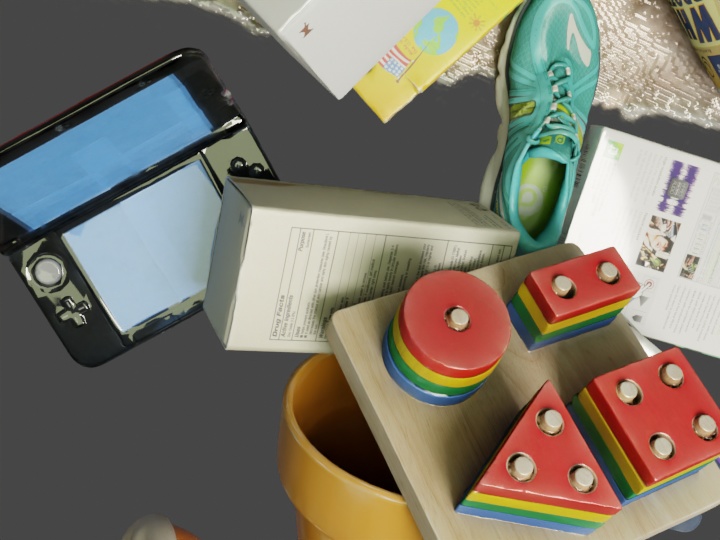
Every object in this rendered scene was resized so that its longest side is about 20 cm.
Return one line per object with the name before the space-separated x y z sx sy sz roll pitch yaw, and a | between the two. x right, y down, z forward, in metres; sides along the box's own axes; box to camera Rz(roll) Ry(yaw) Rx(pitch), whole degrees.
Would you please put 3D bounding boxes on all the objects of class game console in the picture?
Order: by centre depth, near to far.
game console | -0.154 -0.032 0.719 0.200 0.119 0.173 -28 103 1

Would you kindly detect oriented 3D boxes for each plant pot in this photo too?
plant pot | 0.033 0.176 0.759 0.200 0.200 0.183 6 117 -7

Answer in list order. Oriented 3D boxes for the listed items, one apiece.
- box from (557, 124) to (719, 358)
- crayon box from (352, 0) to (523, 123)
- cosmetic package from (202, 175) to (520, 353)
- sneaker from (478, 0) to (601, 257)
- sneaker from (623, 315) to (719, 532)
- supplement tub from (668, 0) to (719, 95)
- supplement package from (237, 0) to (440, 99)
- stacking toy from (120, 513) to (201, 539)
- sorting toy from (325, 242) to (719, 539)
box | 0.248 -0.015 0.810 0.200 0.036 0.145 16 100 -8
crayon box | 0.048 -0.216 0.736 0.200 0.051 0.127 -41 103 3
cosmetic package | 0.000 0.000 0.736 0.200 0.071 0.105 6 109 -24
sneaker | 0.137 -0.104 0.755 0.077 0.080 0.200 5 101 -7
sneaker | 0.188 0.131 0.796 0.146 0.081 0.200 -42 122 5
supplement tub | 0.289 -0.196 0.718 0.144 0.144 0.200 -34 103 2
supplement package | -0.052 -0.225 0.648 0.117 0.117 0.200 -43 72 4
stacking toy | -0.091 0.271 0.802 0.200 0.146 0.146 16 100 -25
sorting toy | 0.111 0.075 0.648 0.199 0.070 0.200 -16 64 -25
